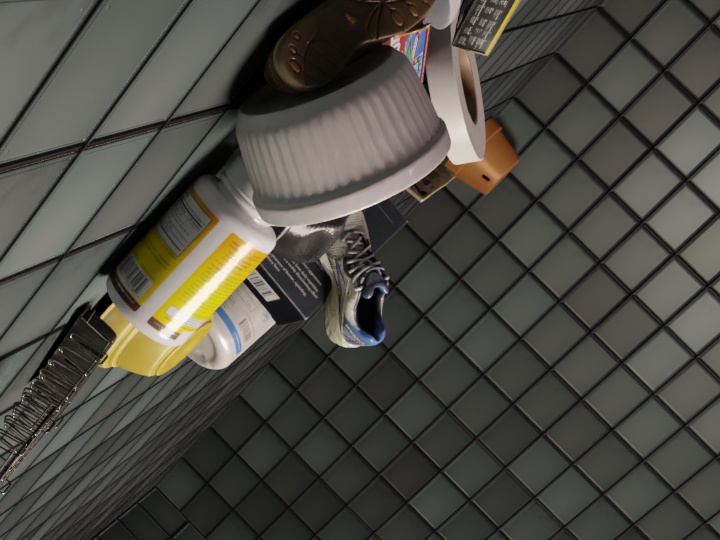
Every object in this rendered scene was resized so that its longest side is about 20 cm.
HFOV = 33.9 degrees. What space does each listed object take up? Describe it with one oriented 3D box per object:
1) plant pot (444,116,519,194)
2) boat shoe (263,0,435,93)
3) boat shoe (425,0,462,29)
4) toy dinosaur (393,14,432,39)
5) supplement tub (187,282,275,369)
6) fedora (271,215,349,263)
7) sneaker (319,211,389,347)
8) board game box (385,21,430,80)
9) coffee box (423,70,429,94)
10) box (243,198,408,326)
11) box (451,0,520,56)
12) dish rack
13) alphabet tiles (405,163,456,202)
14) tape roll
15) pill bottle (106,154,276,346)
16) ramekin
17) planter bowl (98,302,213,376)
[{"bbox_3d":[0.344,-0.305,3.260,0.200,0.140,0.200,-46,177,-4],"label":"plant pot"},{"bbox_3d":[-0.012,-0.230,1.091,0.200,0.072,0.068,-40,-164,-24],"label":"boat shoe"},{"bbox_3d":[0.097,-0.316,1.221,0.065,0.074,0.200,-40,176,-12],"label":"boat shoe"},{"bbox_3d":[0.007,-0.253,1.208,0.106,0.060,0.200,-6,143,-43],"label":"toy dinosaur"},{"bbox_3d":[-0.163,0.028,1.609,0.200,0.132,0.132,-43,175,-32],"label":"supplement tub"},{"bbox_3d":[-0.072,-0.068,1.367,0.201,0.091,0.201,-46,-155,29],"label":"fedora"},{"bbox_3d":[0.000,0.000,1.445,0.077,0.201,0.085,-18,-163,-33],"label":"sneaker"},{"bbox_3d":[0.042,-0.227,1.379,0.103,0.019,0.200,-41,150,-38],"label":"board game box"},{"bbox_3d":[0.065,-0.214,1.570,0.044,0.123,0.200,-46,174,31],"label":"coffee box"},{"bbox_3d":[-0.067,-0.051,1.529,0.200,0.149,0.107,-43,-169,-22],"label":"box"},{"bbox_3d":[0.155,-0.342,1.244,0.200,0.049,0.160,120,-17,-72],"label":"box"},{"bbox_3d":[-0.340,0.145,1.260,0.153,0.055,0.200,-50,-173,38],"label":"dish rack"},{"bbox_3d":[0.026,-0.148,1.500,0.008,0.167,0.200,-54,172,29],"label":"alphabet tiles"},{"bbox_3d":[0.121,-0.235,1.503,0.037,0.203,0.203,-8,-174,15],"label":"tape roll"},{"bbox_3d":[-0.165,-0.023,1.240,0.200,0.109,0.109,-45,176,9],"label":"pill bottle"},{"bbox_3d":[-0.024,-0.134,1.120,0.200,0.105,0.200,-20,-158,8],"label":"ramekin"},{"bbox_3d":[-0.236,0.065,1.410,0.200,0.083,0.200,-45,174,-6],"label":"planter bowl"}]
